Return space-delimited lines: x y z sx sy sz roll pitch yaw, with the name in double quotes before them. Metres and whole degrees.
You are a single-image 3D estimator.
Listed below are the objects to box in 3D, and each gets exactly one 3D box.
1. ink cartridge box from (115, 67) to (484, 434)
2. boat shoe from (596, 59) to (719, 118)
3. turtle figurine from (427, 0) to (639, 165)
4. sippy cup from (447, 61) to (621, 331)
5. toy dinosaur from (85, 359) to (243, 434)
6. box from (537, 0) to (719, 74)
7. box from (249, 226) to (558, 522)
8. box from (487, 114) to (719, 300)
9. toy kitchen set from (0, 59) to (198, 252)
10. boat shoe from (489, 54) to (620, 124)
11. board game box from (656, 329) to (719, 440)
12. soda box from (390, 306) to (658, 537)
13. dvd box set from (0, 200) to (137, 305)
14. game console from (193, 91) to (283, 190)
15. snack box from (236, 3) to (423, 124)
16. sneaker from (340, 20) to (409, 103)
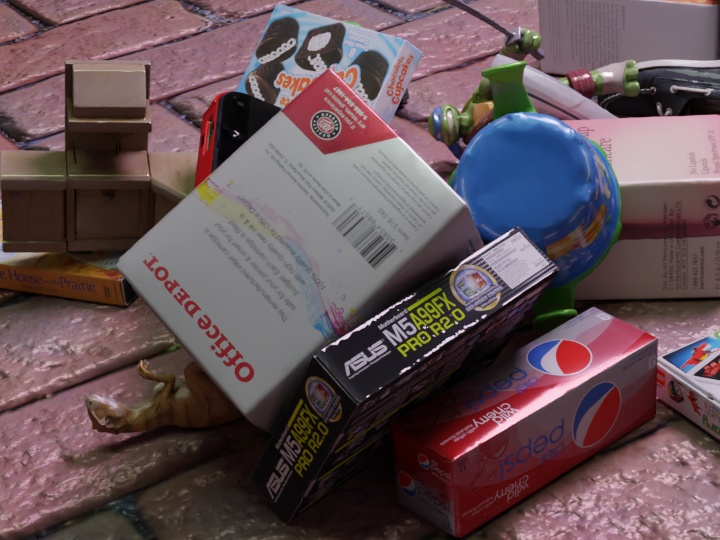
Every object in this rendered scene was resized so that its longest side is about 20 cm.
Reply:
"ink cartridge box" -0.034 -0.002 1.029 0.200 0.145 0.145 -42 70 -3
"boat shoe" 0.322 -0.166 1.456 0.199 0.076 0.061 -6 65 32
"turtle figurine" 0.163 -0.142 1.376 0.193 0.200 0.144 -4 63 -4
"sippy cup" 0.125 -0.056 1.102 0.178 0.130 0.140 44 91 12
"toy dinosaur" -0.101 0.091 1.119 0.199 0.060 0.107 -4 64 -1
"box" 0.307 -0.268 1.609 0.199 0.098 0.124 11 34 28
"box" 0.029 0.069 1.010 0.200 0.160 0.044 -31 71 -36
"box" 0.202 -0.053 1.236 0.199 0.109 0.128 -1 30 9
"toy kitchen set" -0.192 -0.058 1.218 0.199 0.164 0.181 -1 35 -12
"boat shoe" 0.192 -0.115 1.305 0.199 0.067 0.074 29 12 -3
"board game box" 0.326 0.069 1.070 0.199 0.035 0.126 -20 33 -23
"soda box" 0.115 0.100 1.023 0.200 0.070 0.063 -27 36 -32
"dvd box set" -0.264 -0.027 1.369 0.199 0.030 0.146 8 32 23
"game console" -0.048 -0.060 1.209 0.176 0.031 0.200 22 35 -18
"snack box" -0.037 -0.200 1.551 0.200 0.117 0.037 23 -2 42
"sneaker" -0.024 -0.239 1.640 0.200 0.086 0.078 21 39 41
